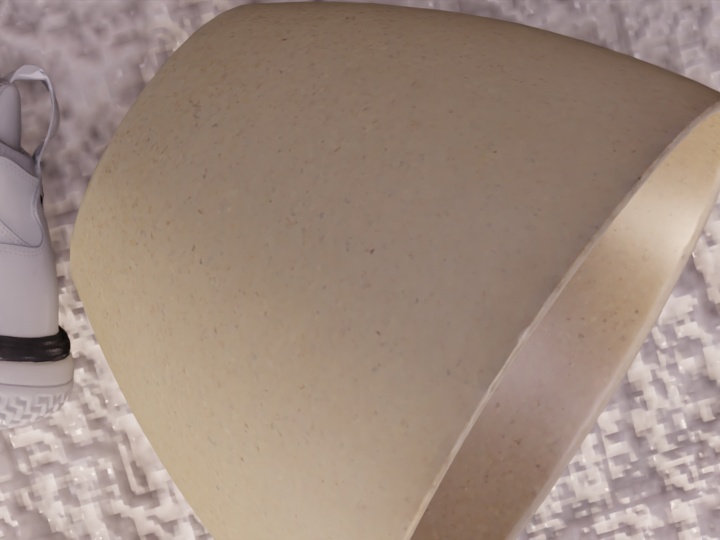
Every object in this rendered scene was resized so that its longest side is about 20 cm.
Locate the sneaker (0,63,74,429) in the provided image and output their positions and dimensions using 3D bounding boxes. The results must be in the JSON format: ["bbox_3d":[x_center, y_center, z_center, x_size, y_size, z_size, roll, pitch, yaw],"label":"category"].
[{"bbox_3d":[-0.184,-0.013,0.740,0.199,0.075,0.116,2,101,-14],"label":"sneaker"}]

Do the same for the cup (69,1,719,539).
[{"bbox_3d":[0.000,0.000,0.723,0.143,0.200,0.201,33,96,13],"label":"cup"}]
